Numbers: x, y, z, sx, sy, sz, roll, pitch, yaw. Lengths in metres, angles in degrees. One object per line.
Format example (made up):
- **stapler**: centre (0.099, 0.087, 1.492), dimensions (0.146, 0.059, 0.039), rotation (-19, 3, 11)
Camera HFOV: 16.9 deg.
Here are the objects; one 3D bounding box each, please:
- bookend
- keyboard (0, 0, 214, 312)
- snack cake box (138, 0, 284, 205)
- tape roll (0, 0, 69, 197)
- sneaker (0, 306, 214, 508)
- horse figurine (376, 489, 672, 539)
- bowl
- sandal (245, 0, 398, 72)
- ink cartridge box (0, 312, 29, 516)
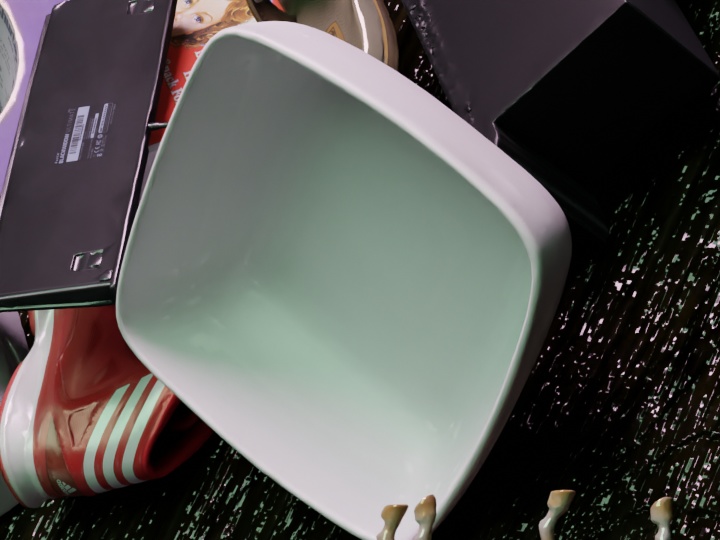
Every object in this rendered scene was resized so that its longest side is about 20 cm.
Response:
- **bookend**: centre (0.124, -0.154, 1.140), dimensions (0.200, 0.092, 0.199), rotation (-42, 42, 19)
- **keyboard**: centre (-0.114, -0.066, 1.198), dimensions (0.127, 0.021, 0.201), rotation (-7, 52, 19)
- **snack cake box**: centre (-0.087, -0.114, 1.299), dimensions (0.115, 0.067, 0.200), rotation (-19, 44, -6)
- **tape roll**: centre (-0.248, -0.092, 1.275), dimensions (0.085, 0.199, 0.201), rotation (114, 169, -60)
- **sneaker**: centre (-0.111, 0.031, 1.251), dimensions (0.115, 0.078, 0.201), rotation (-5, 57, 18)
- **horse figurine**: centre (0.054, 0.159, 1.009), dimensions (0.199, 0.050, 0.133), rotation (-4, 75, 28)
- **bowl**: centre (0.000, 0.000, 1.085), dimensions (0.200, 0.075, 0.200), rotation (38, 127, 20)
- **sandal**: centre (-0.030, -0.142, 1.200), dimensions (0.080, 0.054, 0.200), rotation (-57, 33, 37)
- **ink cartridge box**: centre (-0.275, 0.099, 1.307), dimensions (0.200, 0.086, 0.147), rotation (-38, 43, 12)
